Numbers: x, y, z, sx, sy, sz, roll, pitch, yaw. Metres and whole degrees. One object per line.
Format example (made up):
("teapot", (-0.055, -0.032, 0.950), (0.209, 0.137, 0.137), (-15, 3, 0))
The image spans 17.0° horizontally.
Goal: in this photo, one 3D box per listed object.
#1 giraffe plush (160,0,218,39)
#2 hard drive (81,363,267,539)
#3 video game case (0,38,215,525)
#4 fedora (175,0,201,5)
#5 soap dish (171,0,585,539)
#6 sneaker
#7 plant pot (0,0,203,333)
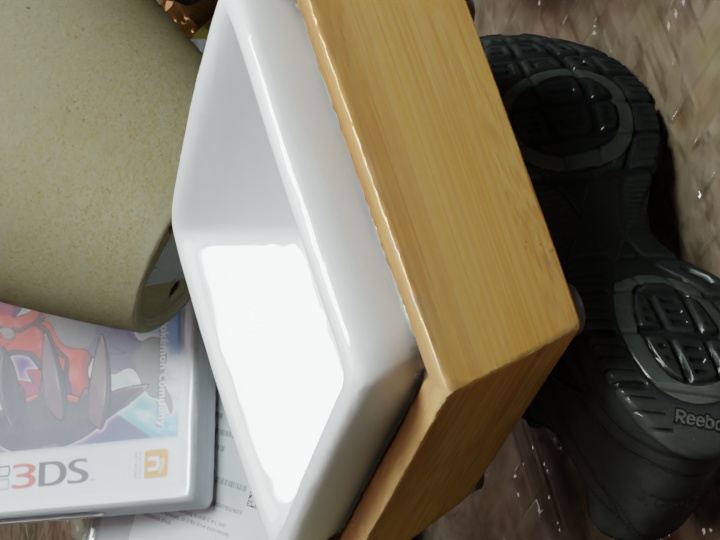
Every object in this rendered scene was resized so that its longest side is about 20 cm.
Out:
("giraffe plush", (-0.125, -0.055, 1.135), (0.200, 0.161, 0.174), (160, 109, -64))
("hard drive", (-0.050, 0.089, 0.998), (0.139, 0.038, 0.201), (13, 85, 41))
("video game case", (-0.144, 0.009, 1.033), (0.181, 0.023, 0.202), (-7, 72, 24))
("fedora", (-0.059, -0.177, 1.038), (0.200, 0.176, 0.091), (-35, 86, 48))
("soap dish", (0.000, 0.000, 0.791), (0.200, 0.081, 0.158), (114, 140, -64))
("sneaker", (0.068, 0.003, 0.807), (0.091, 0.075, 0.201), (109, 153, -45))
("plant pot", (-0.145, -0.064, 0.955), (0.199, 0.187, 0.188), (32, 130, 12))
